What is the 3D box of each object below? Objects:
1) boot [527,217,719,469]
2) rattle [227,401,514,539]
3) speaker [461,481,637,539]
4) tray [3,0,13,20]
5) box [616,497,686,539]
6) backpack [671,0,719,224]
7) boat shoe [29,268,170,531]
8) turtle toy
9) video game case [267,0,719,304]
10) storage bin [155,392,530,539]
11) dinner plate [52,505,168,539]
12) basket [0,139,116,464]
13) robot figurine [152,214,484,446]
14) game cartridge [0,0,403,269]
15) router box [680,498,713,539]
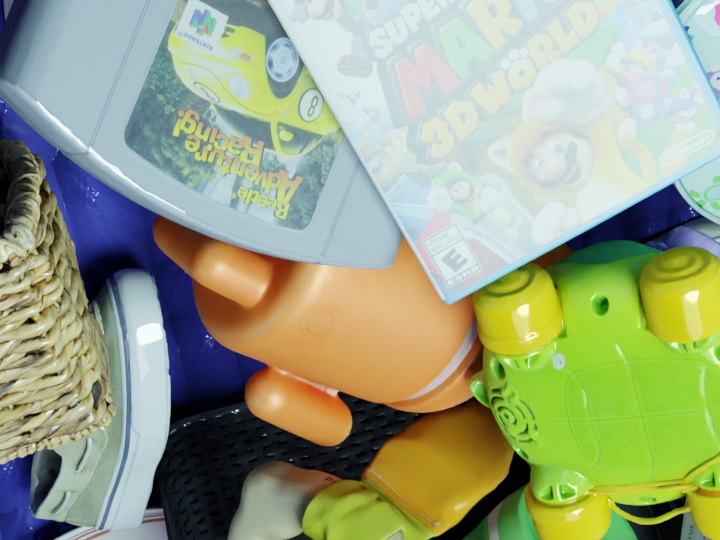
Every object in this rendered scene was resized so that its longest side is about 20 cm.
[{"bbox_3d":[0.170,0.048,1.020,0.198,0.145,0.073,-13,132,-5],"label":"boot"},{"bbox_3d":[0.007,0.181,0.996,0.129,0.143,0.202,3,111,25],"label":"rattle"},{"bbox_3d":[0.066,0.199,1.035,0.088,0.089,0.201,11,131,-27],"label":"speaker"},{"bbox_3d":[-0.056,-0.129,0.853,0.198,0.022,0.108,-7,137,-10],"label":"tray"},{"bbox_3d":[0.224,0.121,1.110,0.198,0.149,0.108,-11,143,-6],"label":"box"},{"bbox_3d":[0.218,-0.103,0.877,0.198,0.152,0.178,-12,137,5],"label":"backpack"},{"bbox_3d":[-0.136,0.076,1.015,0.061,0.072,0.201,-4,140,-16],"label":"boat shoe"},{"bbox_3d":[0.145,0.040,0.890,0.198,0.101,0.147,-6,120,19],"label":"turtle toy"},{"bbox_3d":[0.050,-0.099,0.796,0.142,0.018,0.201,-28,114,7],"label":"video game case"},{"bbox_3d":[-0.004,0.139,1.086,0.198,0.094,0.136,-14,134,-10],"label":"storage bin"},{"bbox_3d":[-0.123,0.196,1.185,0.198,0.024,0.201,-8,137,-8],"label":"dinner plate"},{"bbox_3d":[-0.224,0.009,0.856,0.198,0.144,0.150,-20,144,-2],"label":"basket"},{"bbox_3d":[-0.001,0.001,0.941,0.199,0.145,0.116,22,149,-35],"label":"robot figurine"},{"bbox_3d":[-0.048,-0.081,0.808,0.199,0.041,0.134,24,88,-32],"label":"game cartridge"},{"bbox_3d":[0.243,0.168,0.981,0.178,0.049,0.202,8,89,-21],"label":"router box"}]
